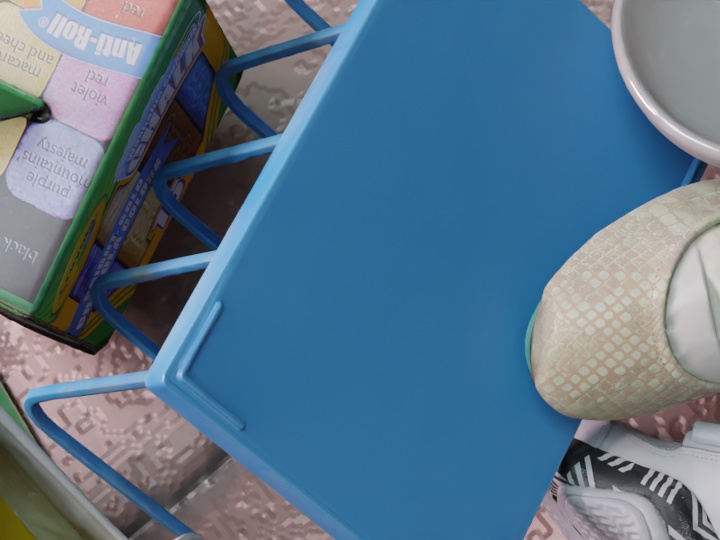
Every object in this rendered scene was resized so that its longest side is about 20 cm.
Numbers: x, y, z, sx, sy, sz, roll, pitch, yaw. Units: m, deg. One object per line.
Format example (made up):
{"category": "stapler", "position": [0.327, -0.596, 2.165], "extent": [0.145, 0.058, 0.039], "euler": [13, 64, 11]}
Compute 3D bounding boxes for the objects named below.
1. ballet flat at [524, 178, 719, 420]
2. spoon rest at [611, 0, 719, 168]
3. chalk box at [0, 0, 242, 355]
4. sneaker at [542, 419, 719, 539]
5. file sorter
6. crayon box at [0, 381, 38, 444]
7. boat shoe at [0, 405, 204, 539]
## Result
{"category": "ballet flat", "position": [0.144, -0.004, 0.938], "extent": [0.199, 0.062, 0.068], "euler": [-23, 101, -29]}
{"category": "spoon rest", "position": [0.179, -0.079, 0.961], "extent": [0.199, 0.061, 0.100], "euler": [-6, 57, -19]}
{"category": "chalk box", "position": [-0.127, -0.059, 0.961], "extent": [0.124, 0.200, 0.125], "euler": [26, 85, 5]}
{"category": "sneaker", "position": [0.149, 0.077, 0.950], "extent": [0.200, 0.075, 0.115], "euler": [34, 73, 30]}
{"category": "file sorter", "position": [0.000, 0.000, 0.960], "extent": [0.122, 0.139, 0.201], "euler": [-11, 44, 55]}
{"category": "crayon box", "position": [-0.196, 0.130, 1.041], "extent": [0.199, 0.052, 0.126], "euler": [-35, 63, 0]}
{"category": "boat shoe", "position": [-0.082, 0.117, 0.950], "extent": [0.202, 0.075, 0.086], "euler": [52, 130, -2]}
